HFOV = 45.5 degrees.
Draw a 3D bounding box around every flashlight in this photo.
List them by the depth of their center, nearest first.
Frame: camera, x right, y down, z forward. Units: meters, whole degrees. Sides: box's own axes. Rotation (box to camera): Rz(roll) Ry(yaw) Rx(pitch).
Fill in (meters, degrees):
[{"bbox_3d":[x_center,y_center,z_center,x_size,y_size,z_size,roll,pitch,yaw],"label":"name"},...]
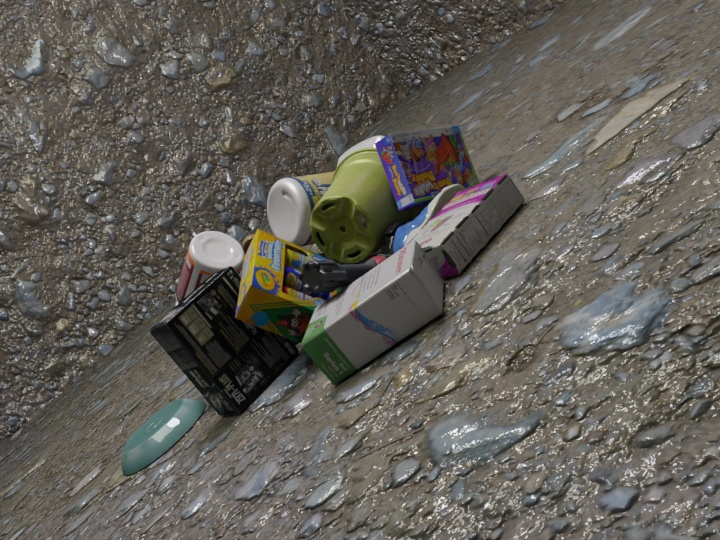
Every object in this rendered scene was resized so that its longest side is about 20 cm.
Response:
[{"bbox_3d":[-0.015,0.007,1.394,0.199,0.068,0.068,-2,-46,-46],"label":"flashlight"}]

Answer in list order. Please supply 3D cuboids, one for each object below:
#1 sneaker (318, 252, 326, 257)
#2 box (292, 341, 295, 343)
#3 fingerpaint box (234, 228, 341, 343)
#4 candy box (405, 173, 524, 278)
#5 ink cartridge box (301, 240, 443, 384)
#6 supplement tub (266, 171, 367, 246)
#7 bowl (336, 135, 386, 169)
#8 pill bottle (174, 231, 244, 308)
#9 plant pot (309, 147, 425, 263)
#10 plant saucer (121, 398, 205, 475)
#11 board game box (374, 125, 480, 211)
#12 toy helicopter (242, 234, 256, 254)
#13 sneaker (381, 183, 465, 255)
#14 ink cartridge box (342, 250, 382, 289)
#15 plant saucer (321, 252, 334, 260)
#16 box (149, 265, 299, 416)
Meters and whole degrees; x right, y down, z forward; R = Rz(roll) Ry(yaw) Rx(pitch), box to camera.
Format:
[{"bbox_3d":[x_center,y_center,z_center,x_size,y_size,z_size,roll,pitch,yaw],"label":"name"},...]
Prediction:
[{"bbox_3d":[-0.094,0.037,1.688,0.073,0.082,0.200,-28,13,31],"label":"sneaker"},{"bbox_3d":[-0.234,0.129,1.672,0.200,0.118,0.197,-39,12,-1],"label":"box"},{"bbox_3d":[-0.118,0.030,1.460,0.074,0.166,0.200,-60,16,25],"label":"fingerpaint box"},{"bbox_3d":[0.159,-0.064,1.392,0.200,0.061,0.136,-44,14,-30],"label":"candy box"},{"bbox_3d":[0.022,0.059,1.271,0.200,0.084,0.145,-35,12,16],"label":"ink cartridge box"},{"bbox_3d":[-0.080,-0.132,1.804,0.199,0.145,0.144,-13,-4,-36],"label":"supplement tub"},{"bbox_3d":[0.052,-0.195,1.899,0.199,0.200,0.075,-22,39,53],"label":"bowl"},{"bbox_3d":[-0.317,0.027,1.768,0.114,0.114,0.200,-52,-8,-50],"label":"pill bottle"},{"bbox_3d":[0.000,-0.107,1.612,0.200,0.201,0.184,-29,10,33],"label":"plant pot"},{"bbox_3d":[-0.385,0.307,1.640,0.200,0.036,0.200,-36,13,9],"label":"plant saucer"},{"bbox_3d":[0.130,-0.196,1.617,0.199,0.135,0.045,-16,-6,-43],"label":"board game box"},{"bbox_3d":[-0.167,-0.005,1.786,0.132,0.200,0.079,-35,31,9],"label":"toy helicopter"},{"bbox_3d":[0.111,-0.081,1.547,0.111,0.077,0.200,-8,37,49],"label":"sneaker"},{"bbox_3d":[0.000,0.000,1.644,0.162,0.057,0.200,-30,19,33],"label":"ink cartridge box"},{"bbox_3d":[-0.100,0.004,1.954,0.200,0.030,0.200,-36,13,10],"label":"plant saucer"},{"bbox_3d":[-0.234,0.123,1.491,0.164,0.200,0.086,-46,15,-32],"label":"box"}]
